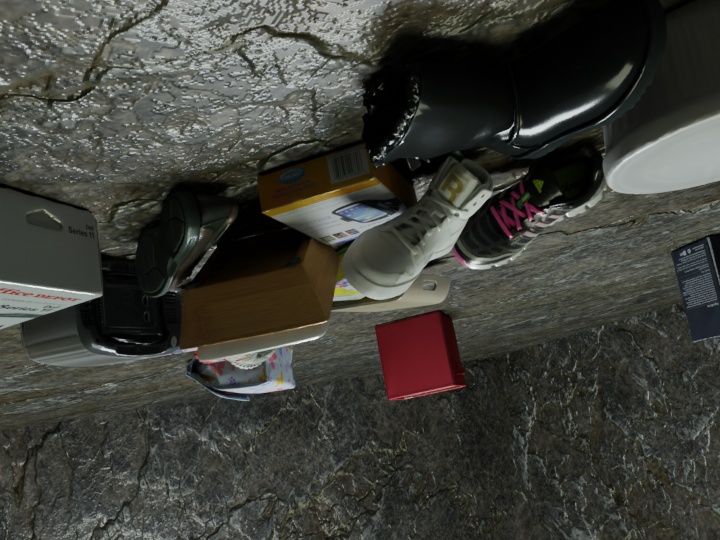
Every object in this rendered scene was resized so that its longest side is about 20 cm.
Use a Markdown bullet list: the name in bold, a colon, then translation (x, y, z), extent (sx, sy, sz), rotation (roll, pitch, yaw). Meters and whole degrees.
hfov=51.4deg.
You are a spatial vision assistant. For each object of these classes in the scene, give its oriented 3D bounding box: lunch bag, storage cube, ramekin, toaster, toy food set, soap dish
- **lunch bag**: translation (-0.262, 0.220, 1.654), extent (0.195, 0.131, 0.169), rotation (-7, 167, 15)
- **storage cube**: translation (0.153, 0.215, 1.866), extent (0.195, 0.185, 0.171), rotation (-15, 167, 16)
- **ramekin**: translation (0.286, -0.141, 0.597), extent (0.197, 0.097, 0.203), rotation (-10, 167, -2)
- **toaster**: translation (-0.316, 0.057, 0.901), extent (0.127, 0.117, 0.199), rotation (-15, 169, 28)
- **toy food set**: translation (0.036, 0.032, 1.266), extent (0.196, 0.062, 0.142), rotation (-9, 172, 34)
- **soap dish**: translation (-0.106, 0.016, 0.823), extent (0.153, 0.083, 0.201), rotation (-12, -162, 5)

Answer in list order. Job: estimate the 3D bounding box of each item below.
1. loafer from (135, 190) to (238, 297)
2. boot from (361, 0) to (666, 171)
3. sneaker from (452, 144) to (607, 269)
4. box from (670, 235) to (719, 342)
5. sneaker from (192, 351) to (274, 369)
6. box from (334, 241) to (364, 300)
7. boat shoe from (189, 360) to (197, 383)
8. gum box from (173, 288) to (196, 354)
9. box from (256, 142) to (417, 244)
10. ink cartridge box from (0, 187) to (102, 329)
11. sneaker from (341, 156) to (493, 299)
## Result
- **loafer**: translation (-0.182, -0.023, 0.774), extent (0.062, 0.074, 0.199), rotation (-10, 167, -32)
- **boot**: translation (0.096, -0.131, 0.540), extent (0.158, 0.075, 0.198), rotation (-2, 166, -22)
- **sneaker**: translation (0.185, -0.076, 0.812), extent (0.197, 0.075, 0.088), rotation (-29, 159, -2)
- **box**: translation (0.790, 0.032, 1.577), extent (0.195, 0.202, 0.124), rotation (-6, 167, -19)
- **sneaker**: translation (-0.233, 0.148, 1.466), extent (0.081, 0.080, 0.198), rotation (-20, 165, 34)
- **box**: translation (0.000, 0.000, 1.088), extent (0.115, 0.050, 0.199), rotation (-2, 167, -34)
- **boat shoe**: translation (-0.365, 0.259, 1.869), extent (0.069, 0.065, 0.199), rotation (-14, 167, 17)
- **gum box**: translation (-0.280, 0.083, 1.153), extent (0.110, 0.068, 0.200), rotation (-6, 167, -13)
- **box**: translation (-0.012, -0.072, 0.777), extent (0.116, 0.043, 0.200), rotation (-15, 170, 15)
- **ink cartridge box**: translation (-0.358, 0.002, 0.683), extent (0.196, 0.085, 0.146), rotation (-17, 167, 20)
- **sneaker**: translation (0.061, -0.054, 0.725), extent (0.199, 0.073, 0.117), rotation (-35, 162, -53)
